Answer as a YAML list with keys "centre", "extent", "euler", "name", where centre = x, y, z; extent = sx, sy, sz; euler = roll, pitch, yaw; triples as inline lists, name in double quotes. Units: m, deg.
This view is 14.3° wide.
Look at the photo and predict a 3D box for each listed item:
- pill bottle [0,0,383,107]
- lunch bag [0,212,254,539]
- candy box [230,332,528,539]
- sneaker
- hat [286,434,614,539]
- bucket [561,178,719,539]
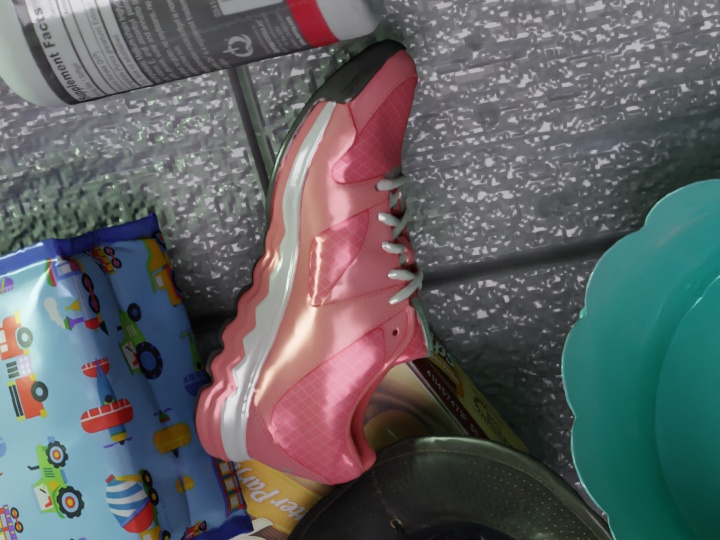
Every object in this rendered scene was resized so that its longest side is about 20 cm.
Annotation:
- centre: [-0.098, -0.129, 1.179]
  extent: [0.200, 0.111, 0.111]
  euler: [-12, 118, 11]
  name: "pill bottle"
- centre: [-0.170, 0.076, 1.296]
  extent: [0.200, 0.094, 0.151]
  euler: [-17, 90, 29]
  name: "lunch bag"
- centre: [-0.034, 0.105, 1.341]
  extent: [0.200, 0.055, 0.115]
  euler: [-31, 114, 18]
  name: "candy box"
- centre: [0.000, 0.000, 1.243]
  extent: [0.087, 0.074, 0.200]
  euler: [22, 104, 14]
  name: "sneaker"
- centre: [0.061, 0.159, 1.276]
  extent: [0.200, 0.081, 0.201]
  euler: [8, 103, 37]
  name: "hat"
- centre: [0.195, 0.059, 1.209]
  extent: [0.207, 0.135, 0.207]
  euler: [-2, 83, 18]
  name: "bucket"
